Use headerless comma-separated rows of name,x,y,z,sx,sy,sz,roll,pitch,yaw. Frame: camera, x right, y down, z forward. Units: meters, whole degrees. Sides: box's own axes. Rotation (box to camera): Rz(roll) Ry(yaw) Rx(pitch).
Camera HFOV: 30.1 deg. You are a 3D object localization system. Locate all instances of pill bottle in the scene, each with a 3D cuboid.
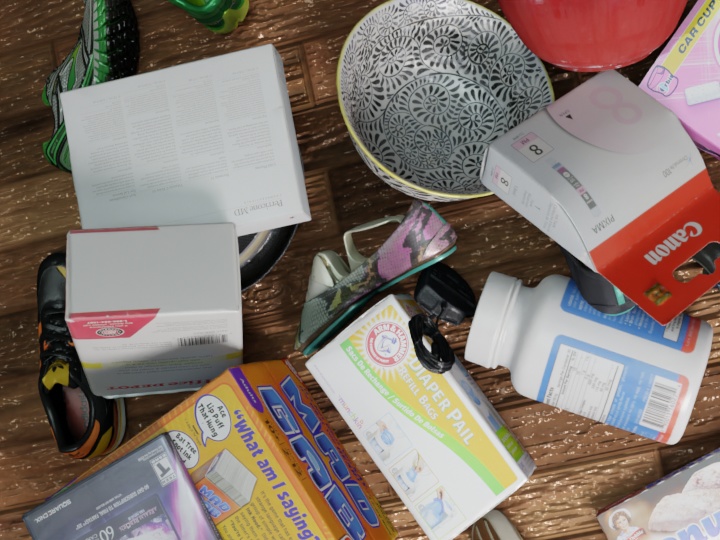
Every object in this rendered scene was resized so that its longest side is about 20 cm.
pill bottle,0.197,0.069,1.171,0.198,0.112,0.114,19,93,11

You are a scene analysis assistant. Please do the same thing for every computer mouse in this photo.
computer mouse,0.065,0.045,1.159,0.058,0.200,0.034,37,111,-5

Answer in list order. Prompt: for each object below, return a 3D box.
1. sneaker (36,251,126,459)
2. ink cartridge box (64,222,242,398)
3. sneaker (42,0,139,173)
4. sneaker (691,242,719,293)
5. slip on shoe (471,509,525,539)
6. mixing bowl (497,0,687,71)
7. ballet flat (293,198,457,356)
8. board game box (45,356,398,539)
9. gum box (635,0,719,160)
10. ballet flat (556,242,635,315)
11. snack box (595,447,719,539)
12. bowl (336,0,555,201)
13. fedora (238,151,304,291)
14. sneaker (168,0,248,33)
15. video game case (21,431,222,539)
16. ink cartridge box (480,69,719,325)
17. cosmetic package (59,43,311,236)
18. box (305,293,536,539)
sneaker,-0.274,0.080,1.273,0.069,0.090,0.203,-12,87,10
ink cartridge box,-0.177,0.038,1.179,0.143,0.200,0.085,-4,67,-7
sneaker,-0.265,-0.190,1.282,0.084,0.078,0.203,8,91,12
sneaker,0.350,-0.003,1.168,0.198,0.070,0.079,29,98,16
slip on shoe,0.169,0.302,1.202,0.060,0.076,0.201,-22,73,-30
mixing bowl,0.202,-0.240,1.153,0.197,0.201,0.110,-5,119,11
ballet flat,0.000,0.000,1.213,0.199,0.069,0.072,-37,89,31
board game box,-0.113,0.219,1.184,0.199,0.200,0.201,-35,83,9
gum box,0.336,-0.194,1.170,0.113,0.066,0.201,35,96,9
ballet flat,0.187,-0.053,1.151,0.072,0.073,0.201,-29,51,9
snack box,0.313,0.203,1.190,0.198,0.024,0.073,-30,85,9
bowl,0.065,-0.136,1.193,0.198,0.094,0.204,5,66,-12
fedora,-0.148,-0.073,1.248,0.197,0.092,0.204,0,90,11
sneaker,-0.186,-0.308,1.265,0.200,0.084,0.074,41,97,10
video game case,-0.170,0.254,1.084,0.142,0.019,0.202,-30,83,9
ink cartridge box,0.222,-0.068,1.095,0.162,0.058,0.199,-32,56,-30
cosmetic package,-0.154,-0.100,1.179,0.197,0.052,0.153,-11,81,6
box,0.055,0.129,1.197,0.101,0.112,0.201,-38,81,8
